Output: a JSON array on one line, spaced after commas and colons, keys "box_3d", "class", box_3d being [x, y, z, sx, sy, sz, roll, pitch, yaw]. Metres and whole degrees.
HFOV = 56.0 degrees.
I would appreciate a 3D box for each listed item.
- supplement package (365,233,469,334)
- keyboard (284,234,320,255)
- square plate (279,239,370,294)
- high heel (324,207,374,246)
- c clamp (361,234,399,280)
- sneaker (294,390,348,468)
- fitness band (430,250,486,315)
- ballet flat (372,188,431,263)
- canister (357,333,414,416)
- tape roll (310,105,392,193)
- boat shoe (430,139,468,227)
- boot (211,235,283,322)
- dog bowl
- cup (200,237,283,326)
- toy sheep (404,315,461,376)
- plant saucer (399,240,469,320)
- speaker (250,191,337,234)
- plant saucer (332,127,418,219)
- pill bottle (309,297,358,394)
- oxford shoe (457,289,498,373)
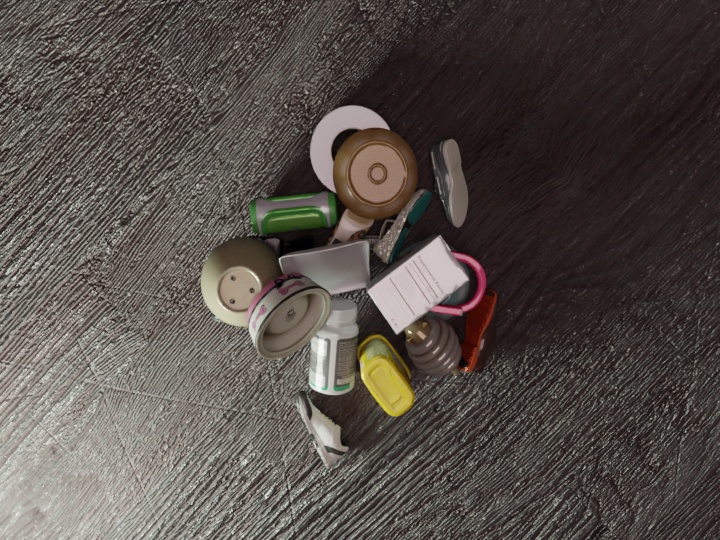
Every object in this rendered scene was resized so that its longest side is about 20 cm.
[{"box_3d": [0.123, 0.026, 1.499, 0.198, 0.121, 0.121, -36, 94, 2], "class": "supplement package"}, {"box_3d": [-0.140, 0.014, 1.593, 0.102, 0.039, 0.205, -15, 119, -36], "class": "keyboard"}, {"box_3d": [-0.074, -0.003, 1.499, 0.193, 0.202, 0.029, -11, 60, -4], "class": "square plate"}, {"box_3d": [-0.037, -0.076, 1.585, 0.071, 0.143, 0.201, 37, 54, 1], "class": "high heel"}, {"box_3d": [0.000, 0.000, 1.615, 0.194, 0.027, 0.176, -5, 91, 5], "class": "c clamp"}, {"box_3d": [-0.097, 0.375, 1.650, 0.079, 0.074, 0.204, -28, 102, -12], "class": "sneaker"}, {"box_3d": [0.195, 0.026, 1.577, 0.194, 0.037, 0.148, 10, 97, -3], "class": "fitness band"}, {"box_3d": [0.091, -0.114, 1.574, 0.071, 0.072, 0.203, 32, 82, -5], "class": "ballet flat"}, {"box_3d": [0.057, 0.237, 1.560, 0.086, 0.200, 0.150, -37, 97, 3], "class": "canister"}, {"box_3d": [-0.018, -0.273, 1.559, 0.194, 0.066, 0.206, 0, 98, -1], "class": "tape roll"}, {"box_3d": [0.204, -0.202, 1.585, 0.061, 0.072, 0.205, 3, 109, 42], "class": "boat shoe"}, {"box_3d": [-0.265, 0.019, 1.593, 0.160, 0.066, 0.206, 3, 100, -9], "class": "boot"}, {"box_3d": [-0.159, 0.093, 1.457, 0.201, 0.200, 0.074, -47, 60, 5], "class": "dog bowl"}, {"box_3d": [-0.262, 0.033, 1.496, 0.194, 0.143, 0.206, -1, 95, -6], "class": "cup"}, {"box_3d": [0.171, 0.177, 1.577, 0.199, 0.138, 0.138, 40, 96, -27], "class": "toy sheep"}, {"box_3d": [0.166, 0.032, 1.616, 0.195, 0.039, 0.207, 0, 97, 0], "class": "plant saucer"}, {"box_3d": [-0.152, -0.133, 1.565, 0.194, 0.089, 0.091, -6, 98, 0], "class": "speaker"}, {"box_3d": [0.035, -0.216, 1.513, 0.194, 0.035, 0.206, -1, 98, -5], "class": "plant saucer"}, {"box_3d": [-0.061, 0.174, 1.582, 0.110, 0.113, 0.206, 5, 106, -2], "class": "pill bottle"}, {"box_3d": [0.295, 0.148, 1.630, 0.071, 0.071, 0.205, 17, 95, -32], "class": "oxford shoe"}]
